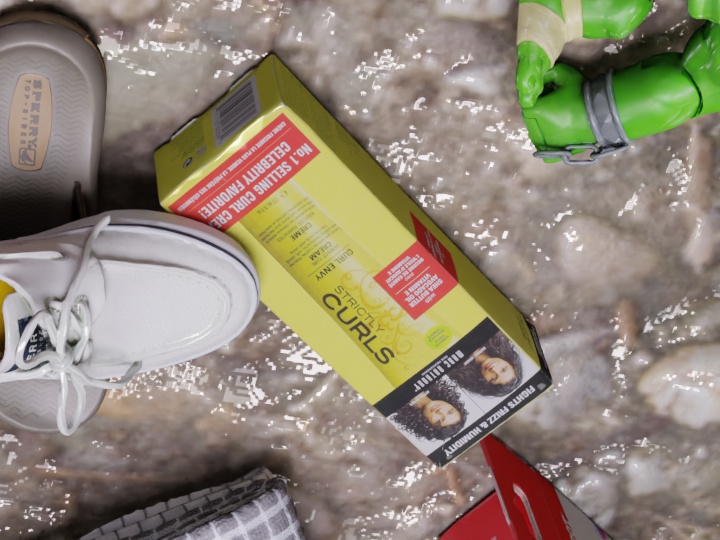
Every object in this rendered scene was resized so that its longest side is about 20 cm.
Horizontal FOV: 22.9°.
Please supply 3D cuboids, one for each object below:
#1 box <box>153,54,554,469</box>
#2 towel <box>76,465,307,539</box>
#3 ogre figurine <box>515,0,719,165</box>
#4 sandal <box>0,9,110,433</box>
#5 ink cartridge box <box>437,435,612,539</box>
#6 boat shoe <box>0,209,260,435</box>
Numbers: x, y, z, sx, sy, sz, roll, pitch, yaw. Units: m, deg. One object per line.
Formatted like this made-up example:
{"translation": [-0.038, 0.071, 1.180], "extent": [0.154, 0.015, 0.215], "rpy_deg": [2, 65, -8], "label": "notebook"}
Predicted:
{"translation": [0.000, 0.000, 0.799], "extent": [0.075, 0.050, 0.200], "rpy_deg": [-36, 120, 13], "label": "box"}
{"translation": [-0.100, 0.206, 0.838], "extent": [0.199, 0.086, 0.167], "rpy_deg": [-23, 100, -11], "label": "towel"}
{"translation": [0.122, -0.135, 0.721], "extent": [0.119, 0.098, 0.202], "rpy_deg": [0, 107, 9], "label": "ogre figurine"}
{"translation": [-0.139, -0.010, 0.761], "extent": [0.081, 0.055, 0.201], "rpy_deg": [3, 120, -13], "label": "sandal"}
{"translation": [0.109, 0.183, 0.892], "extent": [0.067, 0.116, 0.200], "rpy_deg": [-40, 119, 14], "label": "ink cartridge box"}
{"translation": [-0.131, 0.021, 0.699], "extent": [0.200, 0.086, 0.075], "rpy_deg": [2, 113, -19], "label": "boat shoe"}
